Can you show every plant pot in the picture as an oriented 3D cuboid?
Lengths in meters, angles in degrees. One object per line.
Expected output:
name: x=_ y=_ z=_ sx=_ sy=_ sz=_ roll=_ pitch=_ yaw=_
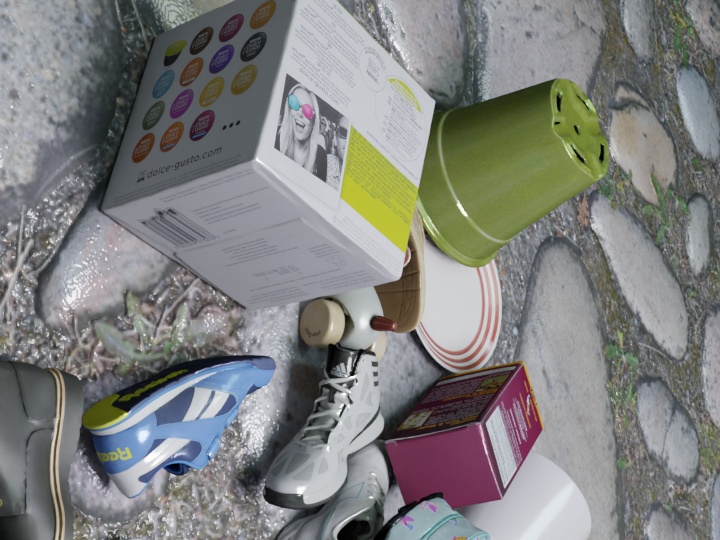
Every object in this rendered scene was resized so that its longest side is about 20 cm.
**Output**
plant pot: x=0.178 y=-0.130 z=1.387 sx=0.199 sy=0.189 sz=0.203 roll=28 pitch=51 yaw=-40

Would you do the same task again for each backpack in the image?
backpack: x=0.056 y=0.314 z=1.145 sx=0.166 sy=0.126 sz=0.202 roll=-24 pitch=142 yaw=-54

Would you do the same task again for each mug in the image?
mug: x=0.166 y=0.317 z=1.334 sx=0.153 sy=0.149 sz=0.188 roll=-41 pitch=107 yaw=-39

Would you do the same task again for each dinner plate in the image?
dinner plate: x=0.106 y=0.023 z=1.418 sx=0.199 sy=0.024 sz=0.203 roll=15 pitch=70 yaw=-50

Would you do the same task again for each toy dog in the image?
toy dog: x=0.000 y=0.000 z=1.231 sx=0.131 sy=0.095 sz=0.203 roll=-10 pitch=89 yaw=-52

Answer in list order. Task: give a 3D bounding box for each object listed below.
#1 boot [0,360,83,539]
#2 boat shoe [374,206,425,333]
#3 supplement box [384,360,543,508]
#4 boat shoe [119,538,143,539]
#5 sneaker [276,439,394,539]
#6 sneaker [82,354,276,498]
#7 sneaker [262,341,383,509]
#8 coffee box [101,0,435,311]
boot: x=-0.283 y=0.156 z=0.869 sx=0.138 sy=0.077 sz=0.202 roll=25 pitch=49 yaw=-41
boat shoe: x=0.043 y=-0.033 z=1.314 sx=0.064 sy=0.070 sz=0.203 roll=-2 pitch=84 yaw=-61
supplement box: x=0.117 y=0.177 z=1.290 sx=0.200 sy=0.109 sz=0.087 roll=-35 pitch=109 yaw=-64
boat shoe: x=-0.168 y=0.319 z=0.964 sx=0.072 sy=0.070 sz=0.203 roll=6 pitch=76 yaw=-50
sneaker: x=-0.003 y=0.240 z=1.186 sx=0.200 sy=0.080 sz=0.071 roll=-48 pitch=116 yaw=-47
sneaker: x=-0.150 y=0.127 z=1.037 sx=0.199 sy=0.073 sz=0.083 roll=-24 pitch=101 yaw=-44
sneaker: x=-0.038 y=0.136 z=1.145 sx=0.200 sy=0.075 sz=0.117 roll=-42 pitch=136 yaw=-57
coffee box: x=-0.077 y=-0.107 z=1.078 sx=0.199 sy=0.198 sz=0.200 roll=37 pitch=54 yaw=-40
